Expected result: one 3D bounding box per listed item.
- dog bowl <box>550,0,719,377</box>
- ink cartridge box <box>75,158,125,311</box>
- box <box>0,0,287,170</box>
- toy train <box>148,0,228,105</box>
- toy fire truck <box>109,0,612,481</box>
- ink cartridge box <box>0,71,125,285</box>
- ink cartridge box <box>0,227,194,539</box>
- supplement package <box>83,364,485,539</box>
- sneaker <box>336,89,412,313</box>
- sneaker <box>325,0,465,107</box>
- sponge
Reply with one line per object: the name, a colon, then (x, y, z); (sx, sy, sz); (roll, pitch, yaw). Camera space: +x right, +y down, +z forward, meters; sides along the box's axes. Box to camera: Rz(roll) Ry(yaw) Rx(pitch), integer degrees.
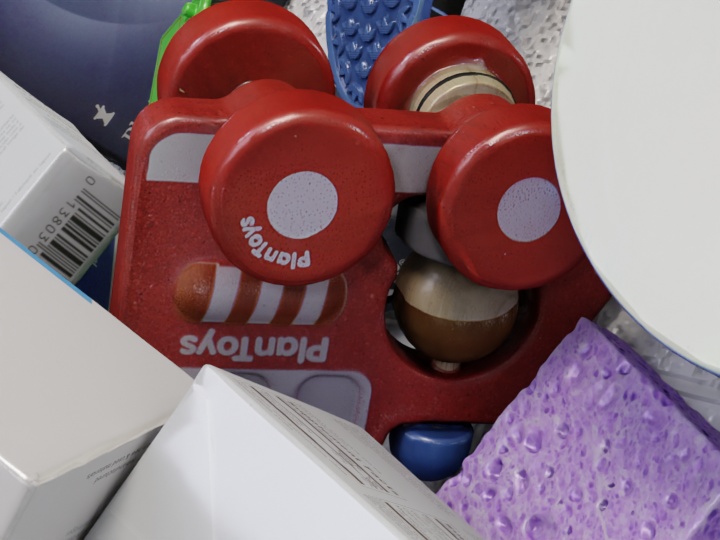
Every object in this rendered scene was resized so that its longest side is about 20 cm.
dog bowl: (0.163, -0.054, 0.679); (0.199, 0.079, 0.202); (-8, 76, 33)
ink cartridge box: (-0.187, 0.065, 0.896); (0.199, 0.043, 0.198); (-25, 47, 28)
box: (-0.138, -0.179, 1.060); (0.123, 0.198, 0.201); (28, 87, 53)
toy train: (-0.075, -0.034, 0.895); (0.056, 0.041, 0.201); (-40, 34, 44)
toy fire truck: (0.000, 0.000, 0.796); (0.112, 0.198, 0.169); (-120, 36, -58)
ink cartridge box: (-0.192, -0.015, 0.895); (0.163, 0.057, 0.200); (-50, 34, 1)
ink cartridge box: (-0.168, 0.097, 0.731); (0.128, 0.125, 0.201); (36, 111, 13)
supplement package: (-0.003, 0.158, 0.688); (0.200, 0.111, 0.156); (39, 95, 31)
sneaker: (-0.021, 0.008, 0.893); (0.129, 0.079, 0.200); (-3, 52, 57)
sneaker: (0.041, -0.159, 0.869); (0.070, 0.077, 0.202); (21, 103, 53)
sponge: (0.052, 0.122, 0.772); (0.200, 0.030, 0.112); (-51, 38, 9)
